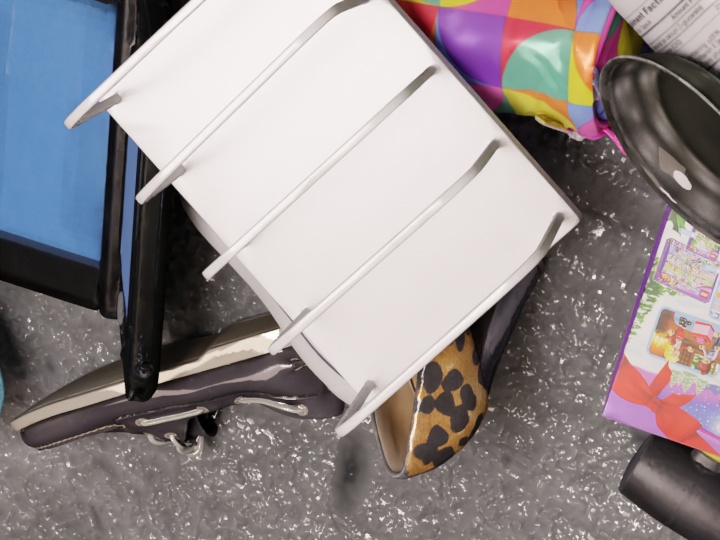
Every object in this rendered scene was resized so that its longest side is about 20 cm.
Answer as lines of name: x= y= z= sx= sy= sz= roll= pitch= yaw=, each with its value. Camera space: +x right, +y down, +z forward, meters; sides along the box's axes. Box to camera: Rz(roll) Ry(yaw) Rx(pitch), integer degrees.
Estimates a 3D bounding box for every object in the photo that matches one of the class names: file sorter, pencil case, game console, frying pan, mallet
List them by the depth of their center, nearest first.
frying pan: x=0.154 y=-0.072 z=1.322 sx=0.115 sy=0.031 sz=0.190 roll=43 pitch=161 yaw=19
file sorter: x=-0.019 y=-0.046 z=1.372 sx=0.139 sy=0.125 sz=0.200 roll=-41 pitch=91 yaw=13
pencil case: x=0.044 y=-0.115 z=1.457 sx=0.199 sy=0.088 sz=0.089 roll=13 pitch=116 yaw=21
mallet: x=0.192 y=0.047 z=1.491 sx=0.066 sy=0.041 sz=0.201 roll=25 pitch=115 yaw=8
game console: x=-0.160 y=-0.056 z=1.557 sx=0.116 sy=0.176 sz=0.201 roll=2 pitch=116 yaw=-8

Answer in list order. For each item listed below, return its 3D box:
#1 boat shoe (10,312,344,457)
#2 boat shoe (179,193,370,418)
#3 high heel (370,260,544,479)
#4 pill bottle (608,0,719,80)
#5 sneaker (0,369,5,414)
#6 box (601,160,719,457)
boat shoe: x=-0.098 y=0.074 z=1.607 sx=0.199 sy=0.073 sz=0.063 roll=-18 pitch=101 yaw=24
boat shoe: x=-0.009 y=-0.001 z=1.530 sx=0.200 sy=0.072 sz=0.066 roll=49 pitch=150 yaw=6
high heel: x=0.000 y=0.000 z=1.455 sx=0.200 sy=0.143 sz=0.071 roll=41 pitch=150 yaw=-26
pill bottle: x=0.182 y=-0.132 z=1.371 sx=0.200 sy=0.113 sz=0.113 roll=47 pitch=121 yaw=-1
sneaker: x=-0.277 y=0.014 z=1.659 sx=0.130 sy=0.079 sz=0.201 roll=-26 pitch=79 yaw=51
box: x=0.230 y=0.036 z=1.439 sx=0.199 sy=0.039 sz=0.138 roll=19 pitch=111 yaw=5
